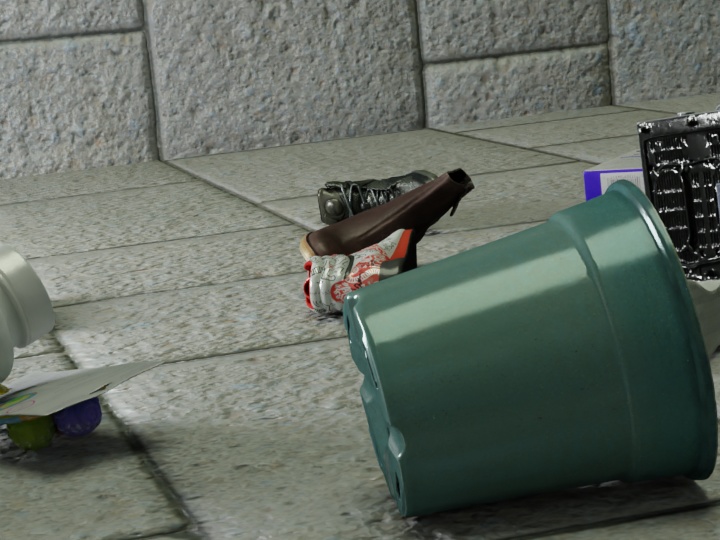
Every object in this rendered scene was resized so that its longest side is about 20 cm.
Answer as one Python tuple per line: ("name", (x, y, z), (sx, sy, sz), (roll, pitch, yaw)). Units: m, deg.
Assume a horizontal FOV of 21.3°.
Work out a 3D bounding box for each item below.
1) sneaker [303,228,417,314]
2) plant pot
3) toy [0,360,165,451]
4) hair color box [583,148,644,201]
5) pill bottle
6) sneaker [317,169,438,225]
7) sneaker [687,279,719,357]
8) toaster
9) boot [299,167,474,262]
("sneaker", (0.000, -0.001, 1.977), (0.108, 0.067, 0.201), (-2, 12, 7))
("plant pot", (0.100, 0.062, 1.228), (0.196, 0.201, 0.200), (-14, 10, -5))
("toy", (-0.247, 0.111, 1.505), (0.115, 0.047, 0.200), (-25, 14, -39))
("hair color box", (0.373, -0.116, 2.466), (0.109, 0.065, 0.200), (-1, 12, 29))
("pill bottle", (-0.343, 0.062, 1.500), (0.200, 0.111, 0.111), (-34, 23, -29))
("sneaker", (0.021, -0.083, 2.445), (0.114, 0.076, 0.199), (-14, 10, -35))
("sneaker", (0.234, 0.043, 1.597), (0.115, 0.074, 0.200), (-3, 0, 24))
("toaster", (0.365, -0.062, 1.820), (0.118, 0.201, 0.181), (-8, 2, -31))
("boot", (0.030, -0.057, 2.079), (0.166, 0.072, 0.200), (-38, -9, 19))
